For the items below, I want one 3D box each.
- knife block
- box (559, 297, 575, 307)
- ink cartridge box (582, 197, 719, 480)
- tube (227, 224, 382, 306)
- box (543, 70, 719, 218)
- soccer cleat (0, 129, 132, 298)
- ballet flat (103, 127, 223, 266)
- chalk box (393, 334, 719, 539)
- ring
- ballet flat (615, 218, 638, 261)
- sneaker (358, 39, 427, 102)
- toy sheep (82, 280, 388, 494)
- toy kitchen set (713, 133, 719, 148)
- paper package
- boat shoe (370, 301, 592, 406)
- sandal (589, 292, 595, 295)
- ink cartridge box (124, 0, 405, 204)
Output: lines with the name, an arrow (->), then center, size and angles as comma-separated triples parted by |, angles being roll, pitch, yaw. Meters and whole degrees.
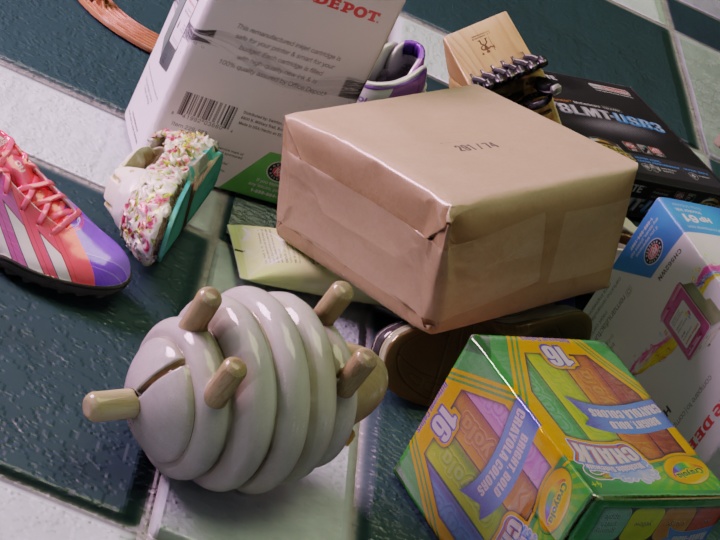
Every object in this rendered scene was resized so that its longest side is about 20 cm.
knife block -> 0.137, -0.127, 1.707 | 0.064, 0.200, 0.176 | -22, 63, -5
box -> 0.089, -0.007, 1.571 | 0.200, 0.032, 0.121 | 27, 26, -6
ink cartridge box -> 0.263, 0.063, 1.480 | 0.085, 0.145, 0.200 | 10, 34, -33
tube -> 0.000, 0.000, 1.459 | 0.200, 0.052, 0.058 | 9, -12, -19
box -> 0.237, -0.123, 1.902 | 0.200, 0.050, 0.199 | 8, 34, -37
soccer cleat -> -0.235, -0.052, 1.290 | 0.200, 0.073, 0.068 | 30, 26, 4
ballet flat -> -0.148, -0.054, 1.391 | 0.064, 0.076, 0.200 | 20, 17, 0
chalk box -> 0.136, 0.150, 1.231 | 0.124, 0.124, 0.200 | 5, 35, -39
ring -> -0.166, -0.236, 1.746 | 0.200, 0.019, 0.200 | 23, 27, -12
ballet flat -> 0.160, -0.038, 1.586 | 0.200, 0.069, 0.069 | 18, 28, -22
sneaker -> 0.048, -0.144, 1.683 | 0.073, 0.114, 0.200 | 38, 27, 22
toy sheep -> -0.072, 0.070, 1.167 | 0.200, 0.138, 0.138 | 2, 36, -30
toy kitchen set -> 0.347, 0.014, 1.560 | 0.200, 0.180, 0.163 | 28, 22, -36
paper package -> 0.067, -0.051, 1.420 | 0.200, 0.103, 0.191 | -13, 33, -40
boat shoe -> 0.080, 0.052, 1.422 | 0.201, 0.072, 0.066 | -7, 25, -38
sandal -> 0.137, -0.051, 1.663 | 0.201, 0.057, 0.080 | 30, 26, 3
ink cartridge box -> -0.075, -0.163, 1.499 | 0.146, 0.200, 0.084 | 16, 28, -24
